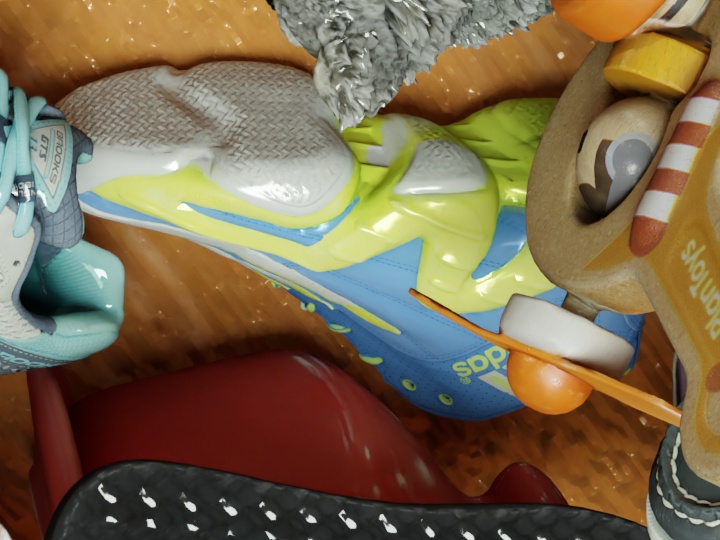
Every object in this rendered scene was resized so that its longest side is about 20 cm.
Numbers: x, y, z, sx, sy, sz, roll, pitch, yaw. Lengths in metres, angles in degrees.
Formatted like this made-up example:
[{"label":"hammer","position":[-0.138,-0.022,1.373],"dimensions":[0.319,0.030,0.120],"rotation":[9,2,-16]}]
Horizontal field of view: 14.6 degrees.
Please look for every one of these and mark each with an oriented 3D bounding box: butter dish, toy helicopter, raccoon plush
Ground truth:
[{"label":"butter dish","position":[-0.003,0.103,0.837],"dimensions":[0.147,0.200,0.201],"rotation":[-24,111,-3]},{"label":"toy helicopter","position":[0.074,-0.003,0.682],"dimensions":[0.079,0.200,0.132],"rotation":[30,111,-21]},{"label":"raccoon plush","position":[0.060,-0.102,0.766],"dimensions":[0.199,0.134,0.097],"rotation":[-10,114,4]}]

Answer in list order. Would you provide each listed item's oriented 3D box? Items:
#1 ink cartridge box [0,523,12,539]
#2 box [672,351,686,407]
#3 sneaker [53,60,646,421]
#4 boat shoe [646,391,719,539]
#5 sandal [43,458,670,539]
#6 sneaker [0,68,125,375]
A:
[{"label":"ink cartridge box","position":[-0.149,0.075,0.810],"dimensions":[0.047,0.160,0.201],"rotation":[-39,133,-19]},{"label":"box","position":[0.208,0.091,0.792],"dimensions":[0.199,0.097,0.177],"rotation":[-17,114,12]},{"label":"sneaker","position":[0.000,0.000,0.847],"dimensions":[0.199,0.076,0.106],"rotation":[6,122,3]},{"label":"boat shoe","position":[0.141,-0.006,0.729],"dimensions":[0.200,0.075,0.060],"rotation":[-48,140,-18]},{"label":"sandal","position":[0.014,0.091,0.734],"dimensions":[0.199,0.045,0.076],"rotation":[15,78,-10]},{"label":"sneaker","position":[-0.118,-0.040,0.768],"dimensions":[0.086,0.078,0.200],"rotation":[1,148,17]}]
